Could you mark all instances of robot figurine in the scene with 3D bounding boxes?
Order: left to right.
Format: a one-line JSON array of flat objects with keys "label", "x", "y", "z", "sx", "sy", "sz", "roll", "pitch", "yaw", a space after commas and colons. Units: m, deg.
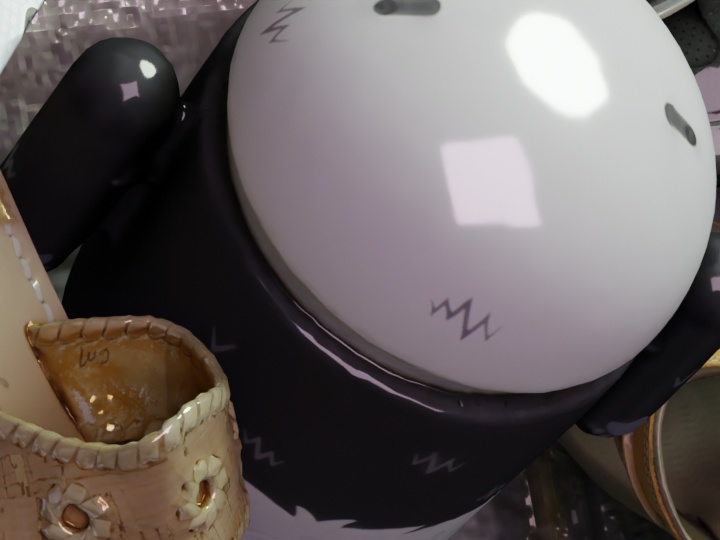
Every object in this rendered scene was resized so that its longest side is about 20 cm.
[{"label": "robot figurine", "x": 0.001, "y": -0.001, "z": 0.679, "sx": 0.150, "sy": 0.200, "sz": 0.125, "roll": -23, "pitch": 73, "yaw": -37}]

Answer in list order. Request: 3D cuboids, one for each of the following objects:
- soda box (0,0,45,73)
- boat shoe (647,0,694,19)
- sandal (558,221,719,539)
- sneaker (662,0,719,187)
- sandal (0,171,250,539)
[{"label": "soda box", "x": -0.118, "y": -0.067, "z": 0.692, "sx": 0.068, "sy": 0.064, "sz": 0.201, "roll": 35, "pitch": 57, "yaw": -14}, {"label": "boat shoe", "x": 0.103, "y": -0.134, "z": 0.722, "sx": 0.075, "sy": 0.061, "sz": 0.200, "roll": 37, "pitch": 59, "yaw": 24}, {"label": "sandal", "x": 0.101, "y": 0.051, "z": 0.736, "sx": 0.080, "sy": 0.200, "sz": 0.054, "roll": -39, "pitch": 143, "yaw": 9}, {"label": "sneaker", "x": 0.123, "y": -0.067, "z": 0.744, "sx": 0.198, "sy": 0.073, "sz": 0.083, "roll": -9, "pitch": 91, "yaw": -6}, {"label": "sandal", "x": -0.062, "y": 0.033, "z": 0.606, "sx": 0.077, "sy": 0.070, "sz": 0.213, "roll": -31, "pitch": 91, "yaw": -37}]
